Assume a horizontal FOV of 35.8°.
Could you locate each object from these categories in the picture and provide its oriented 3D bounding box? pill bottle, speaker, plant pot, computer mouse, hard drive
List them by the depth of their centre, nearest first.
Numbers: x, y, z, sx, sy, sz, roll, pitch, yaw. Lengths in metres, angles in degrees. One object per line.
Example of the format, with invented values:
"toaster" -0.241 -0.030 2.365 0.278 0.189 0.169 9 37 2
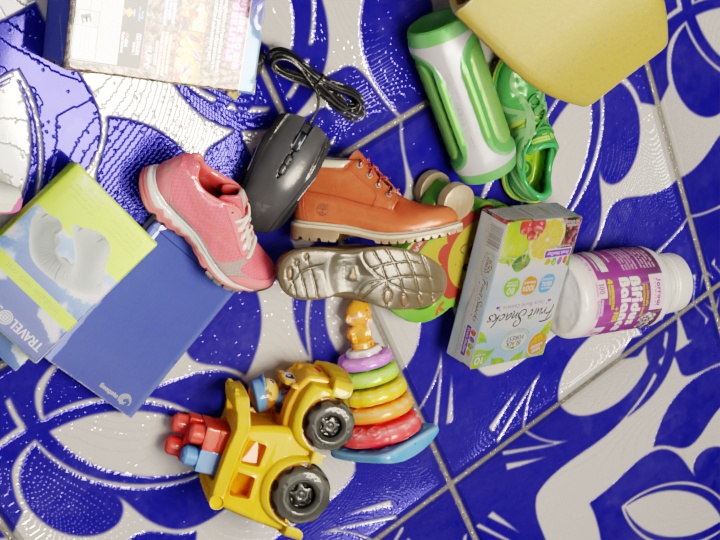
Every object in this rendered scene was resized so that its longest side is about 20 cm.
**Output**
"computer mouse" -0.099 -0.144 1.229 0.140 0.046 0.200 36 101 -9
"plant pot" 0.231 -0.303 1.238 0.195 0.194 0.200 -38 113 18
"hard drive" -0.241 0.049 1.239 0.200 0.025 0.132 -51 122 -6
"speaker" 0.122 -0.206 1.325 0.088 0.088 0.201 -32 118 -17
"pill bottle" 0.347 0.026 1.506 0.199 0.112 0.113 -7 109 -27

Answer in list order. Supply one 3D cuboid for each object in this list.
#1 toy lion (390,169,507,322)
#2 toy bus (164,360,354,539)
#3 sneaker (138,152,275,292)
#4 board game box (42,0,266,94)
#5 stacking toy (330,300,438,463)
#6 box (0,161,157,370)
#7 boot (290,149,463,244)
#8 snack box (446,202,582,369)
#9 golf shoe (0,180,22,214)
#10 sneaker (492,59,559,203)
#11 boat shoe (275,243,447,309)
"toy lion" 0.111 -0.015 1.399 0.200 0.069 0.192 -50 129 -6
"toy bus" -0.122 0.188 1.302 0.191 0.136 0.201 20 93 -16
"sneaker" -0.148 -0.050 1.211 0.087 0.074 0.200 -27 126 27
"board game box" -0.202 -0.273 1.118 0.199 0.097 0.160 4 104 -30
"stacking toy" 0.010 0.130 1.369 0.116 0.109 0.201 -22 104 -45
"box" -0.325 -0.002 1.153 0.200 0.048 0.122 -46 109 -9
"boot" 0.020 -0.083 1.276 0.199 0.075 0.108 4 94 6
"snack box" 0.196 0.018 1.417 0.142 0.053 0.201 -6 118 -39
"golf shoe" -0.416 -0.108 1.068 0.199 0.075 0.092 16 94 -33
"sneaker" 0.215 -0.180 1.385 0.074 0.084 0.201 -19 113 -22
"boat shoe" 0.000 0.000 1.275 0.199 0.068 0.072 4 101 -14
